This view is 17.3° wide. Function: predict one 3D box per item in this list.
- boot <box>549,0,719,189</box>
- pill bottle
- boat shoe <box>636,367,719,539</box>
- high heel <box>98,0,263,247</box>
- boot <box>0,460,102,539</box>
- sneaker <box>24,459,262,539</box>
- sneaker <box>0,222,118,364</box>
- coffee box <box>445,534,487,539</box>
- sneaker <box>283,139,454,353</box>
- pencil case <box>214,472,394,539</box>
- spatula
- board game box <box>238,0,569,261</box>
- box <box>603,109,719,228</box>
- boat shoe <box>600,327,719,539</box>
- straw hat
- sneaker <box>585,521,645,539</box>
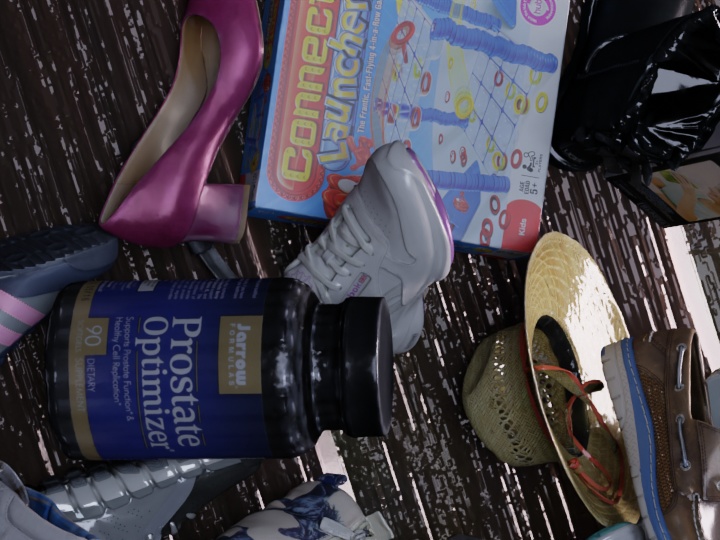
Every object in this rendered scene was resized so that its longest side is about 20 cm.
[{"bbox_3d":[0.194,-0.148,1.559,0.073,0.162,0.198,29,80,-15],"label":"boot"},{"bbox_3d":[-0.083,0.060,1.440,0.200,0.112,0.112,-2,88,8],"label":"pill bottle"},{"bbox_3d":[0.233,0.155,1.604,0.071,0.064,0.200,25,104,11],"label":"boat shoe"},{"bbox_3d":[-0.119,-0.114,1.506,0.096,0.067,0.200,4,90,-33],"label":"high heel"},{"bbox_3d":[-0.236,0.155,1.418,0.200,0.074,0.096,27,95,28],"label":"boot"},{"bbox_3d":[-0.148,0.177,1.499,0.200,0.075,0.116,-16,97,-6],"label":"sneaker"},{"bbox_3d":[-0.238,0.035,1.484,0.200,0.070,0.082,-23,113,-15],"label":"sneaker"},{"bbox_3d":[0.008,0.246,1.514,0.200,0.113,0.080,-22,94,-15],"label":"coffee box"},{"bbox_3d":[0.000,0.000,1.482,0.100,0.200,0.075,-16,56,-21],"label":"sneaker"},{"bbox_3d":[-0.076,0.197,1.468,0.200,0.089,0.078,-25,81,-40],"label":"pencil case"},{"bbox_3d":[-0.090,-0.002,1.542,0.057,0.021,0.200,-39,96,-29],"label":"spatula"},{"bbox_3d":[0.030,-0.120,1.565,0.196,0.056,0.200,9,85,-16],"label":"board game box"},{"bbox_3d":[0.250,-0.095,1.554,0.060,0.200,0.117,40,79,-11],"label":"box"},{"bbox_3d":[0.214,0.126,1.516,0.072,0.072,0.200,-23,67,17],"label":"boat shoe"},{"bbox_3d":[0.114,0.081,1.563,0.085,0.201,0.201,-16,93,26],"label":"straw hat"},{"bbox_3d":[0.181,0.258,1.538,0.078,0.091,0.200,-27,135,-12],"label":"sneaker"}]
